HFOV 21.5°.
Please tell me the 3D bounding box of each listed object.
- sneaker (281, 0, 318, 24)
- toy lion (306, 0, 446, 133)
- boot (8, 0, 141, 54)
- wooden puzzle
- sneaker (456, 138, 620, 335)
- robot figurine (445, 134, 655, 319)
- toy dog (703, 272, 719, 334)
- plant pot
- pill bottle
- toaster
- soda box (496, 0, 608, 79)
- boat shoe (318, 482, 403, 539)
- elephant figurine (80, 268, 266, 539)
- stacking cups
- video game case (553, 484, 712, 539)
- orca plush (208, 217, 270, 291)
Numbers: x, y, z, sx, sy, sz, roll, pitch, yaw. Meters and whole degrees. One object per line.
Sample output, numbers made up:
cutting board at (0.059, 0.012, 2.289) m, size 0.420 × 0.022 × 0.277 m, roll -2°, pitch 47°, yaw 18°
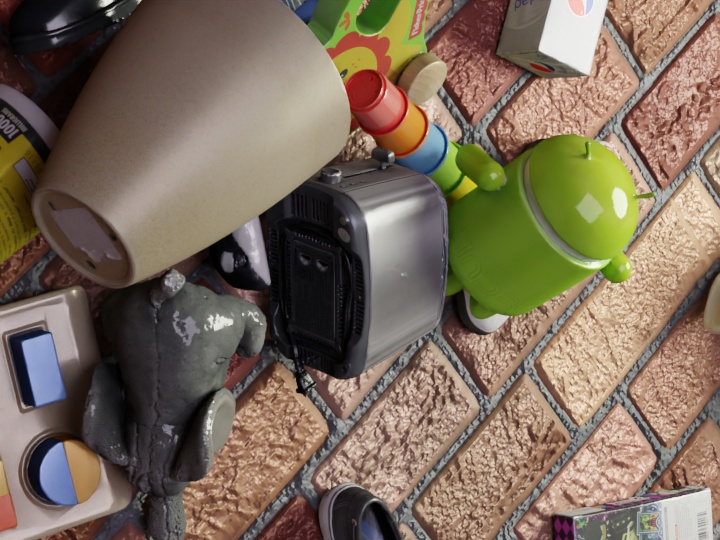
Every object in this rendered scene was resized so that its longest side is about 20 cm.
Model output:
sneaker at (-0.086, -0.212, 1.538) m, size 0.078 × 0.070 × 0.200 m, roll 47°, pitch 39°, yaw 2°
toy lion at (-0.007, -0.181, 1.564) m, size 0.191 × 0.069 × 0.200 m, roll -30°, pitch 149°, yaw -34°
boot at (-0.218, -0.275, 1.461) m, size 0.200 × 0.076 × 0.169 m, roll -35°, pitch 114°, yaw -36°
wooden puzzle at (-0.273, 0.124, 1.456) m, size 0.199 × 0.046 × 0.186 m, roll -18°, pitch 101°, yaw -33°
sneaker at (0.164, -0.033, 1.710) m, size 0.067 × 0.108 × 0.202 m, roll 36°, pitch 72°, yaw -29°
robot figurine at (0.150, -0.037, 1.602) m, size 0.175 × 0.200 × 0.116 m, roll 34°, pitch 43°, yaw -23°
toy dog at (0.457, 0.048, 1.913) m, size 0.200 × 0.139 × 0.194 m, roll 43°, pitch 32°, yaw -26°
plant pot at (-0.139, -0.088, 1.366) m, size 0.200 × 0.187 × 0.188 m, roll -49°, pitch 116°, yaw -32°
pill bottle at (-0.311, -0.039, 1.386) m, size 0.200 × 0.112 × 0.113 m, roll -42°, pitch 113°, yaw -26°
toaster at (0.000, 0.000, 1.582) m, size 0.129 × 0.113 × 0.201 m, roll -24°, pitch 122°, yaw -42°
soda box at (0.192, -0.282, 1.748) m, size 0.068 × 0.063 × 0.201 m, roll 21°, pitch 80°, yaw -34°
boat shoe at (0.027, 0.277, 1.651) m, size 0.070 × 0.066 × 0.201 m, roll -25°, pitch 105°, yaw -31°
elephant figurine at (-0.149, 0.114, 1.480) m, size 0.155 × 0.141 × 0.201 m, roll 19°, pitch 76°, yaw -41°
stacking cups at (0.040, -0.107, 1.609) m, size 0.200 × 0.060 × 0.061 m, roll 37°, pitch 70°, yaw -54°
video game case at (0.270, 0.320, 1.836) m, size 0.181 × 0.036 × 0.201 m, roll -7°, pitch 95°, yaw -34°
orca plush at (-0.126, -0.079, 1.538) m, size 0.071 × 0.105 × 0.201 m, roll -11°, pitch 102°, yaw -2°
